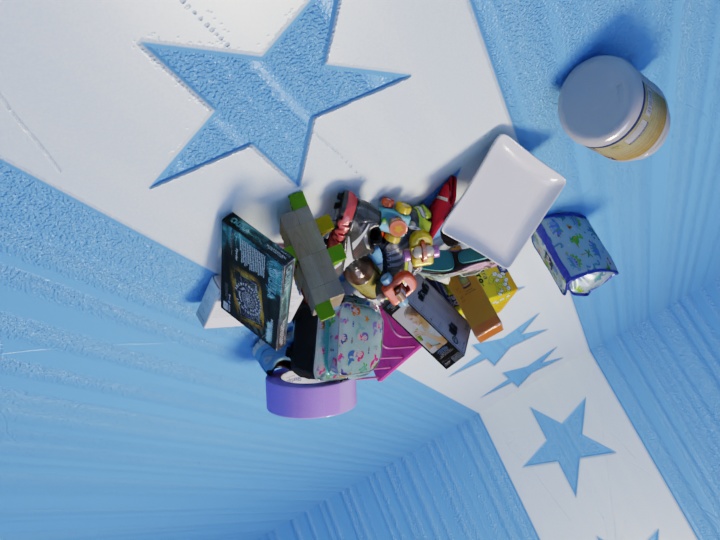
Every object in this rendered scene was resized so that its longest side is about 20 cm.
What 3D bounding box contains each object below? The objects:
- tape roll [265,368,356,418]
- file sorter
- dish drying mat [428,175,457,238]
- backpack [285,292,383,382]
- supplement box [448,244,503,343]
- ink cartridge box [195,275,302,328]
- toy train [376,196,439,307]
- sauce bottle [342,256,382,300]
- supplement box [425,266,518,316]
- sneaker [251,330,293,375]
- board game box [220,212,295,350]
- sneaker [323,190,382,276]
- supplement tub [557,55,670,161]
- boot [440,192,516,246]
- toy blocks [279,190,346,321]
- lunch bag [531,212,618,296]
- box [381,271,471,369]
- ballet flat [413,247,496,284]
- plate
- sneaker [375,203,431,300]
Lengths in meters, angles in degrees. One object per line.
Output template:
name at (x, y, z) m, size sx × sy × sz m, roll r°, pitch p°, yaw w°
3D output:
tape roll at (-0.105, 0.255, 1.568) m, size 0.194 × 0.068 × 0.200 m, roll -1°, pitch -174°, yaw 0°
file sorter at (0.038, 0.142, 1.648) m, size 0.123 × 0.141 × 0.200 m, roll 2°, pitch 143°, yaw -44°
dish drying mat at (0.131, -0.087, 1.382) m, size 0.018 × 0.078 × 0.201 m, roll 16°, pitch 141°, yaw -13°
backpack at (-0.035, 0.136, 1.496) m, size 0.148 × 0.183 × 0.198 m, roll 2°, pitch 175°, yaw 38°
supplement box at (0.236, 0.050, 1.592) m, size 0.065 × 0.204 × 0.069 m, roll -28°, pitch 160°, yaw 8°
ink cartridge box at (-0.178, 0.024, 1.317) m, size 0.197 × 0.044 × 0.176 m, roll -1°, pitch 130°, yaw -44°
toy train at (0.063, -0.027, 1.311) m, size 0.148 × 0.056 × 0.202 m, roll -32°, pitch 116°, yaw 5°
sauce bottle at (0.000, 0.000, 1.425) m, size 0.064 × 0.066 × 0.200 m, roll -28°, pitch 154°, yaw 6°
supplement box at (0.249, 0.050, 1.716) m, size 0.195 × 0.111 × 0.110 m, roll -15°, pitch 154°, yaw -25°
sneaker at (-0.136, 0.181, 1.607) m, size 0.195 × 0.091 × 0.079 m, roll -15°, pitch 154°, yaw -25°
board game box at (-0.167, 0.022, 1.165) m, size 0.028 × 0.134 × 0.203 m, roll -39°, pitch 154°, yaw -38°
sneaker at (-0.016, -0.045, 1.259) m, size 0.095 × 0.072 × 0.203 m, roll 15°, pitch 136°, yaw -8°
supplement tub at (0.435, -0.266, 1.241) m, size 0.144 × 0.147 × 0.197 m, roll -41°, pitch 152°, yaw 30°
boot at (0.251, -0.124, 1.458) m, size 0.200 × 0.069 × 0.129 m, roll -43°, pitch 163°, yaw 31°
toy blocks at (-0.082, -0.006, 1.195) m, size 0.098 × 0.204 × 0.137 m, roll -20°, pitch 167°, yaw -12°
lunch bag at (0.488, -0.038, 1.711) m, size 0.127 × 0.173 × 0.198 m, roll -40°, pitch 153°, yaw 29°
box at (0.144, 0.098, 1.566) m, size 0.060 × 0.199 × 0.117 m, roll -40°, pitch -167°, yaw 33°
ballet flat at (0.202, -0.010, 1.545) m, size 0.194 × 0.070 × 0.072 m, roll -11°, pitch 138°, yaw 7°
plate at (0.258, -0.125, 1.337) m, size 0.197 × 0.032 × 0.203 m, roll 24°, pitch 104°, yaw -34°
sneaker at (0.061, -0.037, 1.380) m, size 0.079 × 0.074 × 0.204 m, roll 6°, pitch 117°, yaw -29°
